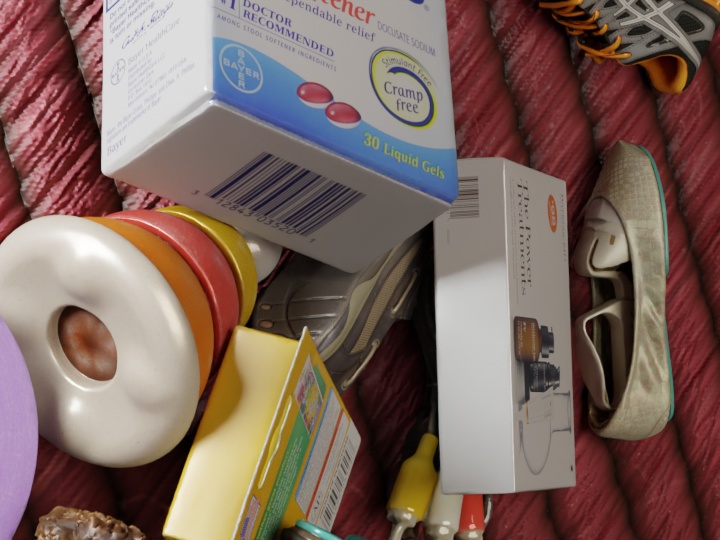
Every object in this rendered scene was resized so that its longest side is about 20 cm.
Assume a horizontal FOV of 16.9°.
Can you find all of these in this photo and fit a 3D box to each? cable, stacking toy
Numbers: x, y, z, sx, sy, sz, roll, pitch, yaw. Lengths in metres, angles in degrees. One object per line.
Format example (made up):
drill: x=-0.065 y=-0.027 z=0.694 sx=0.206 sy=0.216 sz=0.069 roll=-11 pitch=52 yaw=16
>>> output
cable: x=0.061 y=0.090 z=1.524 sx=0.097 sy=0.050 sz=0.201 roll=20 pitch=75 yaw=-40
stacking toy: x=-0.104 y=0.009 z=1.373 sx=0.200 sy=0.145 sz=0.147 roll=-34 pitch=108 yaw=-49

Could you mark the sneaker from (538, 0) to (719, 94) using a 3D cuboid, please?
sneaker: x=0.165 y=-0.176 z=1.609 sx=0.199 sy=0.078 sz=0.078 roll=17 pitch=86 yaw=-34

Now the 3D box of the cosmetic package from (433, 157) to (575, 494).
cosmetic package: x=0.091 y=0.037 z=1.505 sx=0.151 sy=0.051 sz=0.202 roll=10 pitch=78 yaw=-73

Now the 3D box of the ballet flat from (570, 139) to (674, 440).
ballet flat: x=0.171 y=0.014 z=1.606 sx=0.062 sy=0.067 sz=0.202 roll=-6 pitch=90 yaw=-27

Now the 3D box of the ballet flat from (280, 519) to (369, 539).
ballet flat: x=-0.012 y=0.186 z=1.369 sx=0.069 sy=0.068 sz=0.200 roll=-62 pitch=165 yaw=-4

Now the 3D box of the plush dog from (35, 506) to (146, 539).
plush dog: x=-0.119 y=0.219 z=1.264 sx=0.199 sy=0.161 sz=0.172 roll=29 pitch=100 yaw=-9

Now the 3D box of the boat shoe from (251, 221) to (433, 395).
boat shoe: x=0.000 y=0.000 z=1.482 sx=0.200 sy=0.074 sz=0.074 roll=-53 pitch=142 yaw=-32

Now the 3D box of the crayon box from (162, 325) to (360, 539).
crayon box: x=-0.055 y=0.115 z=1.362 sx=0.200 sy=0.051 sz=0.126 roll=70 pitch=37 yaw=-67

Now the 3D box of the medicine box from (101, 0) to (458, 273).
medicine box: x=-0.047 y=-0.128 z=1.387 sx=0.181 sy=0.103 sz=0.201 roll=21 pitch=52 yaw=-35

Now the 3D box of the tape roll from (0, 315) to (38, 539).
tape roll: x=-0.270 y=0.087 z=1.264 sx=0.199 sy=0.065 sz=0.202 roll=3 pitch=85 yaw=-36
